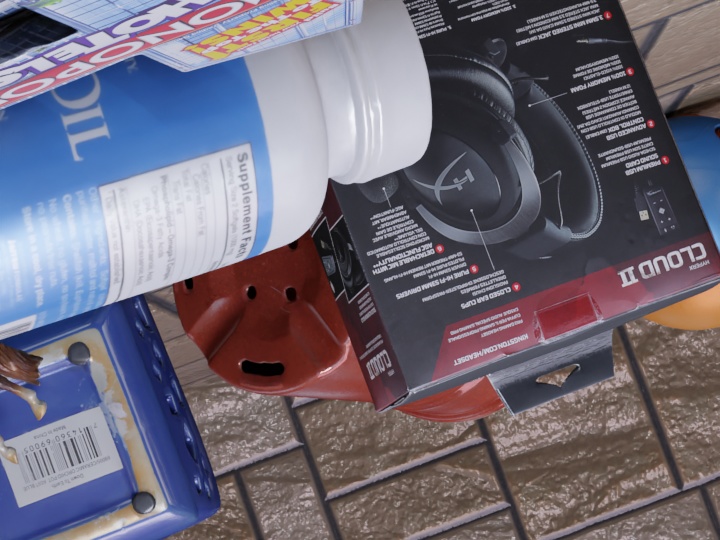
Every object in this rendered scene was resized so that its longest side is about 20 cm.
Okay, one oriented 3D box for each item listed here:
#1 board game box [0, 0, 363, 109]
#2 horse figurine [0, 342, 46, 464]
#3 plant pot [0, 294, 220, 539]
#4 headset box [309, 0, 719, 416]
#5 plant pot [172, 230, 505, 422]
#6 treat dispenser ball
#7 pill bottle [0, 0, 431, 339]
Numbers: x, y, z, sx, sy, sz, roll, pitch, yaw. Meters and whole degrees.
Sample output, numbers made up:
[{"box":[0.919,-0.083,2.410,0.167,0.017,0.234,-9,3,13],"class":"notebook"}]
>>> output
[{"box":[-0.076,-0.092,0.562,0.199,0.062,0.200,-22,174,11],"class":"board game box"},{"box":[-0.292,0.107,1.266,0.200,0.132,0.050,-50,-158,11],"class":"horse figurine"},{"box":[-0.223,0.125,1.404,0.199,0.201,0.180,-20,-179,-5],"class":"plant pot"},{"box":[0.052,-0.041,0.823,0.148,0.201,0.077,-20,175,-13],"class":"headset box"},{"box":[0.000,0.000,1.202,0.200,0.202,0.195,-24,167,33],"class":"plant pot"},{"box":[0.310,-0.045,1.807,0.200,0.202,0.201,-20,175,-2],"class":"treat dispenser ball"},{"box":[-0.080,-0.051,0.708,0.199,0.113,0.112,-19,175,-21],"class":"pill bottle"}]
